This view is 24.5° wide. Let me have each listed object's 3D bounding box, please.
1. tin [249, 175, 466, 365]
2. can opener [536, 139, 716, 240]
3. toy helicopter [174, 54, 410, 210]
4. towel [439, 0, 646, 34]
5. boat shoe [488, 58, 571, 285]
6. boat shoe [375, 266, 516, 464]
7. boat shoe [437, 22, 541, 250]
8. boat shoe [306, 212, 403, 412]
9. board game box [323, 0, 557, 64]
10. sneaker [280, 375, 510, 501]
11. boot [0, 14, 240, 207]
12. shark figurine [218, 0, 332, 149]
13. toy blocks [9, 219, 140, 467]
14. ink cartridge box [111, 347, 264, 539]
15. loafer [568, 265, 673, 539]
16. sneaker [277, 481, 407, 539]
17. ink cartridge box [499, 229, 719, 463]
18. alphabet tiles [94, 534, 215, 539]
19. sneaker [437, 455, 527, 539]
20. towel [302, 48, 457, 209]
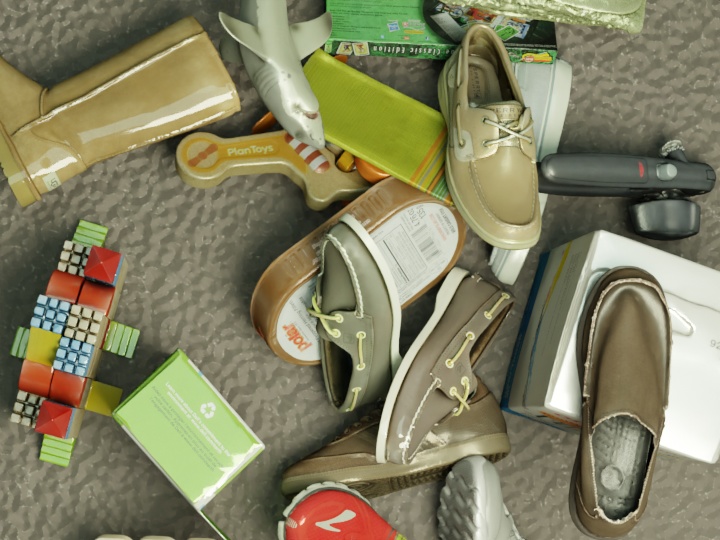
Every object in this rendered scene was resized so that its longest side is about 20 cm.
[{"bbox_3d":[0.000,0.000,1.370,0.199,0.042,0.112,-37,134,-2],"label":"tin"},{"bbox_3d":[0.222,-0.076,1.392,0.198,0.063,0.080,8,65,-37],"label":"can opener"},{"bbox_3d":[-0.060,-0.110,1.391,0.197,0.079,0.134,-7,65,-16],"label":"toy helicopter"},{"bbox_3d":[0.154,-0.280,1.425,0.197,0.037,0.150,9,61,-3],"label":"towel"},{"bbox_3d":[0.128,-0.090,1.418,0.071,0.070,0.203,14,78,0],"label":"boat shoe"},{"bbox_3d":[0.070,0.081,1.355,0.059,0.072,0.201,19,49,13],"label":"boat shoe"},{"bbox_3d":[0.106,-0.109,1.324,0.071,0.065,0.202,1,54,-15],"label":"boat shoe"},{"bbox_3d":[-0.007,0.040,1.319,0.060,0.203,0.072,-29,51,-17],"label":"boat shoe"},{"bbox_3d":[0.067,-0.227,1.421,0.197,0.024,0.106,3,59,-5],"label":"board game box"},{"bbox_3d":[0.024,0.143,1.395,0.197,0.071,0.076,-10,68,-11],"label":"sneaker"},{"bbox_3d":[-0.223,-0.160,1.378,0.198,0.066,0.176,-27,73,-8],"label":"boot"},{"bbox_3d":[-0.077,-0.209,1.346,0.127,0.089,0.217,27,56,-33],"label":"shark figurine"},{"bbox_3d":[-0.234,0.055,1.332,0.099,0.137,0.202,16,83,-4],"label":"toy blocks"},{"bbox_3d":[-0.107,0.164,1.330,0.076,0.148,0.200,-43,91,-9],"label":"ink cartridge box"},{"bbox_3d":[0.196,0.097,1.203,0.072,0.071,0.203,4,86,-4],"label":"loafer"},{"bbox_3d":[0.020,0.236,1.332,0.199,0.085,0.078,38,79,-32],"label":"sneaker"},{"bbox_3d":[0.214,0.065,1.342,0.146,0.200,0.146,18,83,-3],"label":"ink cartridge box"},{"bbox_3d":[-0.145,0.302,1.321,0.198,0.015,0.198,-1,110,22],"label":"alphabet tiles"},{"bbox_3d":[0.118,0.243,1.380,0.081,0.075,0.202,-17,108,-19],"label":"sneaker"},{"bbox_3d":[0.034,-0.112,1.356,0.198,0.018,0.086,28,48,4],"label":"towel"}]
